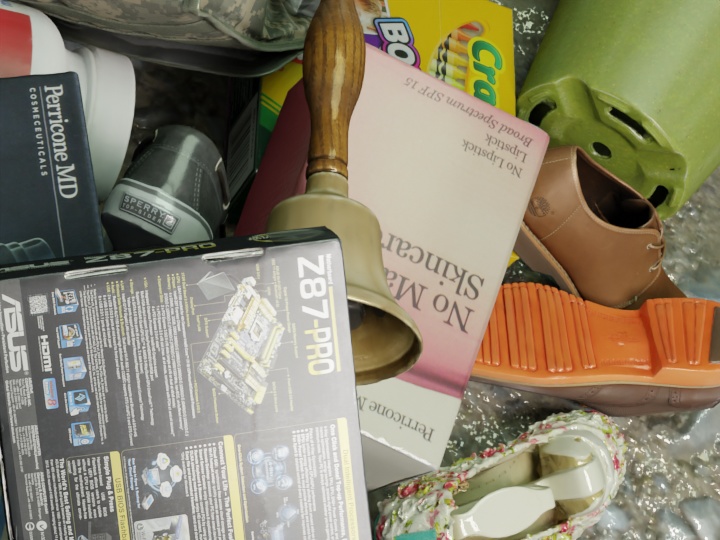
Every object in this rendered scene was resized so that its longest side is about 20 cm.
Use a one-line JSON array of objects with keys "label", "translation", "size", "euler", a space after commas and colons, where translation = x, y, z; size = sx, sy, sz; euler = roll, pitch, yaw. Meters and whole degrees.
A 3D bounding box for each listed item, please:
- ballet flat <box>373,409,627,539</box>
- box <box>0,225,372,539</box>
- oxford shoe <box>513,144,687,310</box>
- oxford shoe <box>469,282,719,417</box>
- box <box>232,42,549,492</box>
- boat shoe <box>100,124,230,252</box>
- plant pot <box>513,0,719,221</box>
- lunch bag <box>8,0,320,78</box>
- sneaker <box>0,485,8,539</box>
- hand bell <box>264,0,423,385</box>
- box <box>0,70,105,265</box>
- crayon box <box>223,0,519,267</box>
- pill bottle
[{"label": "ballet flat", "translation": [0.094, 0.126, 1.195], "size": [0.200, 0.064, 0.076], "euler": [-21, 94, -40]}, {"label": "box", "translation": [-0.078, 0.089, 0.956], "size": [0.161, 0.049, 0.201], "euler": [-8, 99, -8]}, {"label": "oxford shoe", "translation": [0.158, -0.006, 1.296], "size": [0.200, 0.071, 0.072], "euler": [40, 39, -38]}, {"label": "oxford shoe", "translation": [0.126, 0.057, 1.268], "size": [0.199, 0.073, 0.071], "euler": [6, 51, -3]}, {"label": "box", "translation": [0.000, 0.000, 1.157], "size": [0.128, 0.109, 0.201], "euler": [24, 71, -15]}, {"label": "boat shoe", "translation": [-0.095, -0.024, 1.104], "size": [0.068, 0.200, 0.057], "euler": [25, 78, -2]}, {"label": "plant pot", "translation": [0.189, -0.135, 1.382], "size": [0.200, 0.200, 0.190], "euler": [37, 59, -2]}, {"label": "lunch bag", "translation": [-0.111, -0.176, 1.196], "size": [0.163, 0.200, 0.118], "euler": [14, 88, 20]}, {"label": "sneaker", "translation": [-0.140, 0.087, 1.081], "size": [0.072, 0.072, 0.201], "euler": [23, 50, -17]}, {"label": "hand bell", "translation": [-0.016, -0.053, 1.073], "size": [0.104, 0.104, 0.201], "euler": [16, 60, -21]}, {"label": "box", "translation": [-0.222, 0.003, 1.026], "size": [0.199, 0.107, 0.149], "euler": [-7, 59, -11]}, {"label": "crayon box", "translation": [0.008, -0.098, 1.312], "size": [0.172, 0.058, 0.201], "euler": [17, 52, -20]}, {"label": "pill bottle", "translation": [-0.225, -0.093, 1.131], "size": [0.199, 0.112, 0.113], "euler": [12, 53, -24]}]
